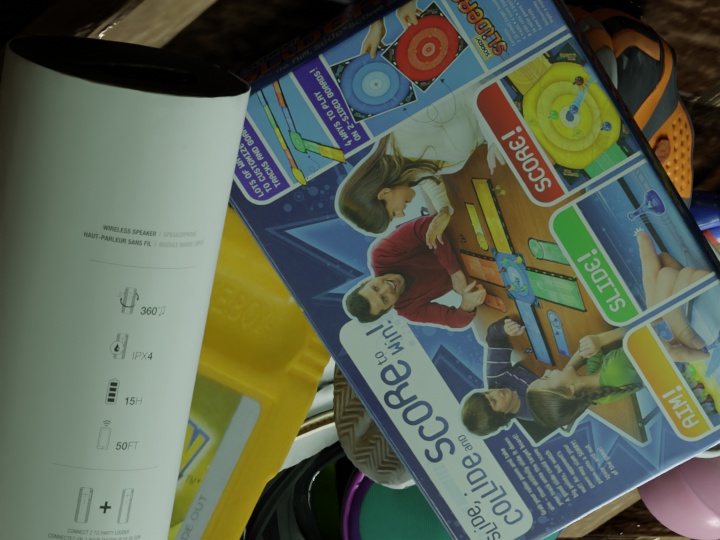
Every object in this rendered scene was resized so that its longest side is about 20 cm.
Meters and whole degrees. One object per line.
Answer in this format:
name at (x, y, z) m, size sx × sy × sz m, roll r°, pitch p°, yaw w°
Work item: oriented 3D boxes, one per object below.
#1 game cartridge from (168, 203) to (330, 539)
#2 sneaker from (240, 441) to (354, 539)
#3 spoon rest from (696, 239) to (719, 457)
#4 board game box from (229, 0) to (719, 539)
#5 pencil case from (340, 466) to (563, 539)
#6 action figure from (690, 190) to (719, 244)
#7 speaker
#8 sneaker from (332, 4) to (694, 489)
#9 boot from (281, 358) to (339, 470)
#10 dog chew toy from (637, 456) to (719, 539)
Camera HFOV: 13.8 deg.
game cartridge at (-0.098, 0.062, 1.048) m, size 0.176 × 0.032 × 0.201 m, roll 28°, pitch 89°, yaw -48°
sneaker at (-0.019, 0.140, 1.319) m, size 0.071 × 0.082 × 0.201 m, roll -22°, pitch 124°, yaw -42°
spoon rest at (0.113, 0.049, 1.215) m, size 0.060 × 0.100 × 0.200 m, roll -14°, pitch -165°, yaw 40°
board game box at (0.046, -0.006, 1.046) m, size 0.135 × 0.201 × 0.035 m, roll -29°, pitch -161°, yaw 11°
pencil case at (0.063, 0.079, 1.288) m, size 0.093 × 0.085 × 0.200 m, roll -66°, pitch 169°, yaw 24°
action figure at (0.208, -0.022, 1.295) m, size 0.200 × 0.099 × 0.065 m, roll -39°, pitch 156°, yaw 27°
speaker at (-0.091, 0.027, 0.961) m, size 0.081 × 0.081 × 0.201 m, roll -3°, pitch 109°, yaw -43°
sneaker at (0.070, -0.004, 1.139) m, size 0.112 × 0.077 × 0.201 m, roll 4°, pitch 119°, yaw -55°
boot at (0.000, 0.000, 1.164) m, size 0.199 × 0.078 × 0.139 m, roll -31°, pitch 147°, yaw -11°
dog chew toy at (0.214, 0.077, 1.499) m, size 0.124 × 0.125 × 0.200 m, roll -4°, pitch 158°, yaw -41°
